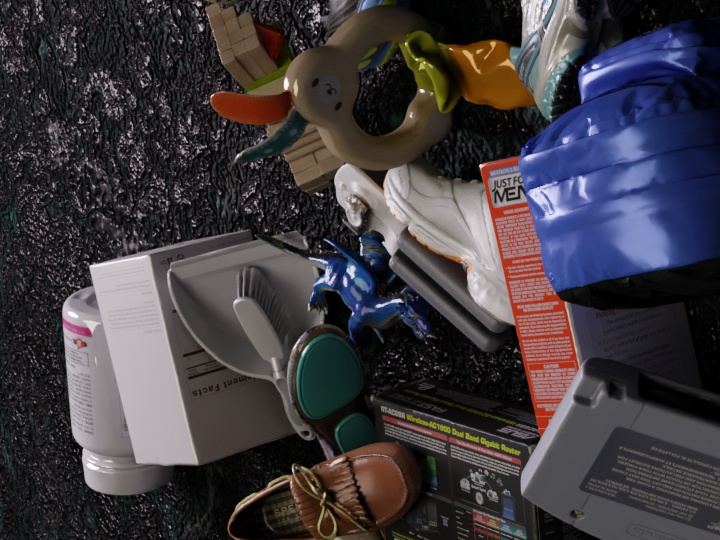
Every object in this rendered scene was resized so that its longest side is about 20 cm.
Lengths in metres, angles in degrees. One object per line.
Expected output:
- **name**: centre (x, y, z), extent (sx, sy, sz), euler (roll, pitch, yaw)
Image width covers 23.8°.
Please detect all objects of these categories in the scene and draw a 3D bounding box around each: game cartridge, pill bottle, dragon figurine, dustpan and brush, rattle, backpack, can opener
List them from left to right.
- **pill bottle**: centre (-0.245, 0.123, 1.773), extent (0.113, 0.113, 0.201), euler (22, 119, 48)
- **dustpan and brush**: centre (-0.079, 0.069, 1.553), extent (0.139, 0.057, 0.200), euler (-14, 128, 16)
- **dragon figurine**: centre (0.000, 0.000, 1.435), extent (0.200, 0.059, 0.100), euler (45, 134, 29)
- **rattle**: centre (0.013, -0.117, 1.250), extent (0.143, 0.200, 0.130), euler (41, 128, 40)
- **can opener**: centre (0.053, -0.020, 1.361), extent (0.200, 0.066, 0.053), euler (46, 147, 23)
- **backpack**: centre (0.193, -0.062, 1.028), extent (0.162, 0.200, 0.168), euler (-23, 84, 55)
- **game cartridge**: centre (0.213, 0.135, 1.111), extent (0.042, 0.200, 0.133), euler (-77, 8, -45)

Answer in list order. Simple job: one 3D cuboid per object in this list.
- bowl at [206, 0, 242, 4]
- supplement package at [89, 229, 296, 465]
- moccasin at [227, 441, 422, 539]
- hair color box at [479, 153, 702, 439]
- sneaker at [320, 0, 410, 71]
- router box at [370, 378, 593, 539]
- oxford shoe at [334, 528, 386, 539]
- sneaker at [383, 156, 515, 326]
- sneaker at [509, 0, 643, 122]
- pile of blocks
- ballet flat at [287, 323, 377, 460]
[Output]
- **bowl**: centre (-0.065, -0.303, 1.325), extent (0.094, 0.201, 0.201), euler (11, 112, 31)
- **supplement package**: centre (-0.159, 0.074, 1.630), extent (0.121, 0.120, 0.201), euler (-7, 97, 53)
- **moccasin**: centre (-0.032, 0.188, 1.410), extent (0.201, 0.078, 0.074), euler (-16, 89, 41)
- **hair color box**: centre (0.161, 0.011, 1.177), extent (0.064, 0.111, 0.201), euler (-7, 96, 54)
- **sneaker**: centre (0.010, -0.244, 1.321), extent (0.083, 0.071, 0.200), euler (48, 140, 23)
- **router box**: centre (0.096, 0.180, 1.369), extent (0.200, 0.062, 0.150), euler (13, 113, 52)
- **oxford shoe**: centre (-0.011, 0.264, 1.500), extent (0.070, 0.075, 0.200), euler (11, 126, 50)
- **sneaker**: centre (0.098, -0.043, 1.293), extent (0.200, 0.076, 0.092), euler (46, 115, 38)
- **sneaker**: centre (0.143, -0.197, 1.154), extent (0.086, 0.077, 0.200), euler (49, 138, 36)
- **pile of blocks**: centre (-0.057, -0.151, 1.433), extent (0.082, 0.062, 0.200), euler (-102, -14, -48)
- **ballet flat**: centre (-0.026, 0.107, 1.457), extent (0.072, 0.072, 0.201), euler (35, 157, 42)
